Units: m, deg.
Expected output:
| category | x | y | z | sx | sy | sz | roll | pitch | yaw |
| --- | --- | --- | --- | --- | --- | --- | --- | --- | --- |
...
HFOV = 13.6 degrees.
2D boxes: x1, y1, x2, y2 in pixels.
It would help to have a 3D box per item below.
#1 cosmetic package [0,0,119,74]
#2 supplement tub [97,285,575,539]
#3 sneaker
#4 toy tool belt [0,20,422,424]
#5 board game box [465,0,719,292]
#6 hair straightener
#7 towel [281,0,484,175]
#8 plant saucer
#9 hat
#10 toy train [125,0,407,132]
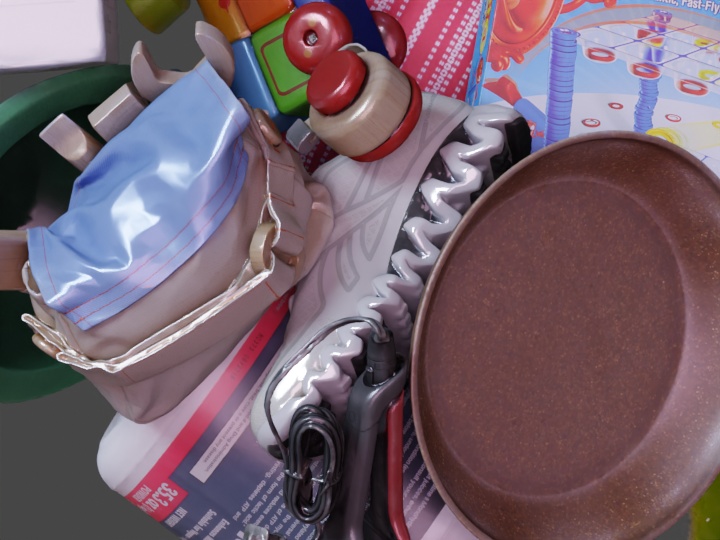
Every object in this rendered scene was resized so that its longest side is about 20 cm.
| category | x | y | z | sx | sy | sz | roll | pitch | yaw |
| --- | --- | --- | --- | --- | --- | --- | --- | --- | --- |
| cosmetic package | -0.200 | -0.189 | 1.384 | 0.164 | 0.165 | 0.201 | -4 | 94 | -3 |
| supplement tub | -0.011 | 0.095 | 1.430 | 0.200 | 0.140 | 0.141 | 36 | 92 | -5 |
| sneaker | 0.000 | 0.000 | 1.362 | 0.081 | 0.075 | 0.200 | 24 | 63 | 20 |
| toy tool belt | -0.077 | -0.040 | 1.318 | 0.200 | 0.125 | 0.123 | -47 | 125 | 5 |
| board game box | 0.153 | -0.091 | 1.446 | 0.199 | 0.056 | 0.197 | 10 | 88 | -4 |
| hair straightener | -0.011 | 0.107 | 1.309 | 0.077 | 0.041 | 0.201 | -15 | 127 | -28 |
| towel | 0.066 | -0.071 | 1.480 | 0.200 | 0.022 | 0.145 | 31 | 92 | -5 |
| plant saucer | 0.097 | 0.033 | 1.368 | 0.200 | 0.037 | 0.201 | -8 | 105 | -32 |
| hat | -0.200 | -0.042 | 1.431 | 0.200 | 0.176 | 0.166 | -27 | 130 | -33 |
| toy train | -0.069 | -0.157 | 1.443 | 0.115 | 0.085 | 0.201 | -26 | 81 | 21 |
